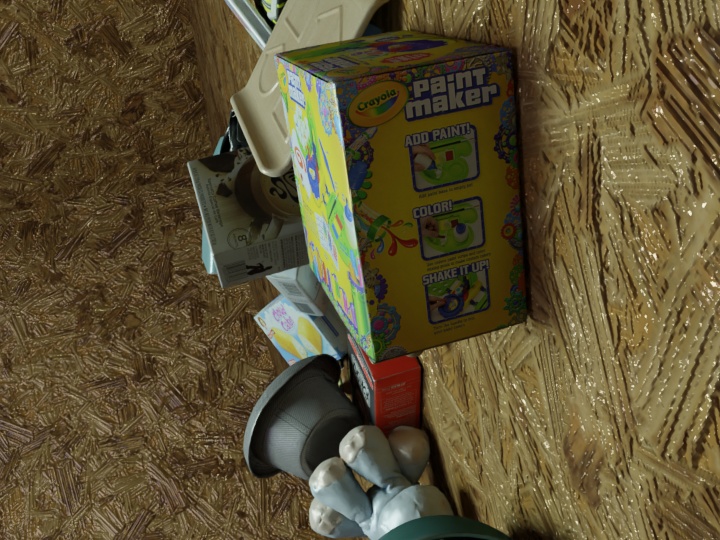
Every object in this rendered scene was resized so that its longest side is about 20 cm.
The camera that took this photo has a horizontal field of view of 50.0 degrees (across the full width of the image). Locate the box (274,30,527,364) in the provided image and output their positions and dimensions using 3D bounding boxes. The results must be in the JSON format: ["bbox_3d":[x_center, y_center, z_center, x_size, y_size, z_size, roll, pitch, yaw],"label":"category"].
[{"bbox_3d":[0.023,-0.070,0.588,0.200,0.121,0.194,-128,27,-64],"label":"box"}]

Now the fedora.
[{"bbox_3d":[-0.056,0.199,0.962,0.090,0.177,0.200,29,165,27],"label":"fedora"}]

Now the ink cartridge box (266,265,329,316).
[{"bbox_3d":[-0.057,-0.059,0.981,0.160,0.047,0.201,60,-137,-69],"label":"ink cartridge box"}]

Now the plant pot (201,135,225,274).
[{"bbox_3d":[-0.149,-0.112,1.192,0.196,0.195,0.202,-149,56,-73],"label":"plant pot"}]

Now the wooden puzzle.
[{"bbox_3d":[-0.048,-0.208,0.758,0.200,0.046,0.186,-54,36,21],"label":"wooden puzzle"}]

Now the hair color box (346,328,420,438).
[{"bbox_3d":[0.029,0.158,0.957,0.102,0.061,0.201,-118,18,-46],"label":"hair color box"}]

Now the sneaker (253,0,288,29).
[{"bbox_3d":[-0.094,-0.316,0.872,0.076,0.075,0.200,43,171,0],"label":"sneaker"}]

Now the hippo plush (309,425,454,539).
[{"bbox_3d":[0.032,0.289,0.858,0.161,0.158,0.201,-129,29,-65],"label":"hippo plush"}]

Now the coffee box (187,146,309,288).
[{"bbox_3d":[-0.062,-0.071,0.790,0.080,0.199,0.114,94,158,-64],"label":"coffee box"}]

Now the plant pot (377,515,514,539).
[{"bbox_3d":[0.072,0.296,0.634,0.161,0.199,0.202,96,159,-87],"label":"plant pot"}]

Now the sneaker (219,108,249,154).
[{"bbox_3d":[-0.085,-0.163,0.853,0.200,0.099,0.071,-43,40,35],"label":"sneaker"}]

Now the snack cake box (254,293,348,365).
[{"bbox_3d":[-0.077,0.079,1.147,0.115,0.067,0.200,51,154,-4],"label":"snack cake box"}]

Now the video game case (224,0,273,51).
[{"bbox_3d":[-0.117,-0.285,0.946,0.183,0.023,0.200,52,-176,-1],"label":"video game case"}]

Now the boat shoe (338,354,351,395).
[{"bbox_3d":[-0.022,0.144,1.155,0.200,0.068,0.072,164,90,-79],"label":"boat shoe"}]

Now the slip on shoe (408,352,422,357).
[{"bbox_3d":[0.017,0.018,0.812,0.200,0.076,0.061,39,138,50],"label":"slip on shoe"}]
